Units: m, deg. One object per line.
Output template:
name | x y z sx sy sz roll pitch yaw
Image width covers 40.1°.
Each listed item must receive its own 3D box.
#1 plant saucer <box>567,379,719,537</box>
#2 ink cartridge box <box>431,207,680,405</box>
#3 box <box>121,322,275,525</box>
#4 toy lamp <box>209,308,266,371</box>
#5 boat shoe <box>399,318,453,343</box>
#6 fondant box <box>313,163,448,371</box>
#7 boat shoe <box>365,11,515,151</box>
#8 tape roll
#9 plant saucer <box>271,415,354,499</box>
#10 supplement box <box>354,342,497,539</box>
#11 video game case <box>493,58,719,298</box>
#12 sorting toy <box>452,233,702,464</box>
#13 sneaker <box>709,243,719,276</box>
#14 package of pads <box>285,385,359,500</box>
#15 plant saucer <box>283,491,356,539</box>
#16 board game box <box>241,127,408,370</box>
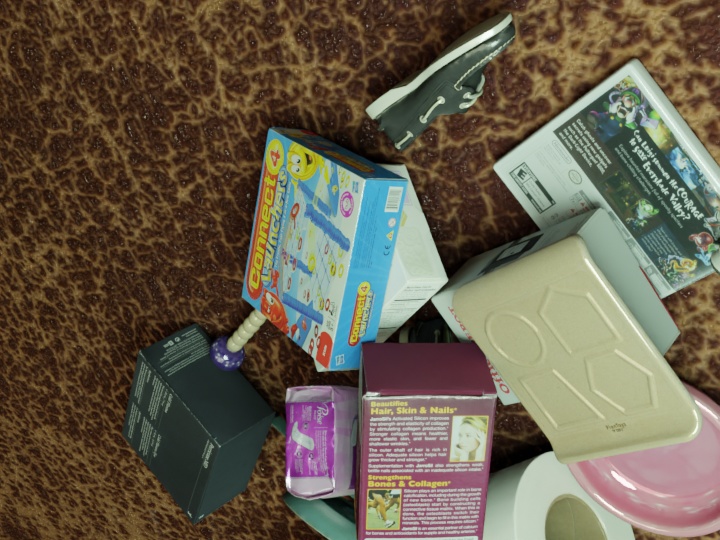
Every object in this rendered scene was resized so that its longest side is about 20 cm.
plant saucer | 0.307 0.182 1.024 0.198 0.051 0.203 20 130 25
ink cartridge box | 0.185 0.043 0.972 0.146 0.083 0.199 54 145 -9
box | -0.232 0.216 1.386 0.182 0.103 0.201 45 137 21
toy lamp | -0.136 0.062 1.267 0.058 0.058 0.200 46 134 1
boat shoe | 0.095 0.155 1.114 0.061 0.075 0.203 -17 74 27
fondant box | 0.000 0.000 1.076 0.200 0.058 0.146 -46 54 44
boat shoe | 0.082 -0.174 0.935 0.199 0.074 0.061 -29 101 47
tape roll | 0.193 0.317 1.093 0.204 0.203 0.139 52 134 -5
plant saucer | -0.059 0.240 1.284 0.070 0.019 0.199 45 171 -27
supplement box | 0.059 0.183 0.990 0.129 0.104 0.203 1 115 -3
video game case | 0.246 -0.067 0.921 0.201 0.023 0.181 52 136 -3
sorting toy | 0.193 0.075 0.897 0.201 0.036 0.184 56 144 -4
sneaker | 0.399 -0.023 0.800 0.198 0.076 0.117 18 117 12
package of pads | -0.009 0.197 1.146 0.075 0.199 0.123 -6 80 29
plant saucer | -0.001 0.308 1.171 0.198 0.028 0.200 31 176 2
board game box | -0.044 -0.028 1.041 0.195 0.055 0.203 32 117 50
